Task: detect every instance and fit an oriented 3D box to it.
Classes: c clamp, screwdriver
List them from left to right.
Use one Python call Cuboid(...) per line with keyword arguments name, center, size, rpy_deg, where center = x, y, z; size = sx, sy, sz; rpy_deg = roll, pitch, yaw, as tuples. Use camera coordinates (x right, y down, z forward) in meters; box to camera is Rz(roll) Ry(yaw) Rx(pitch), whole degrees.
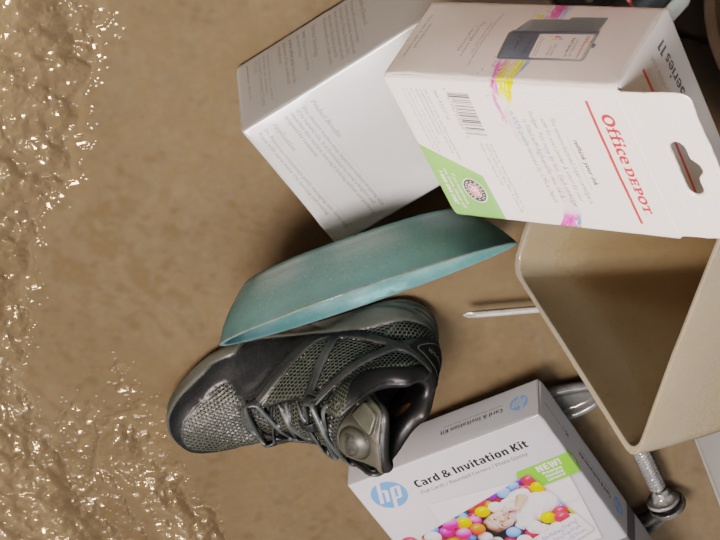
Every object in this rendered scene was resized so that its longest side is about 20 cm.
Cuboid(name="c clamp", center=(0.179, 0.135, 1.513), size=(0.171, 0.027, 0.200), rpy_deg=(-17, 127, 7))
Cuboid(name="screwdriver", center=(0.171, 0.025, 1.428), size=(0.200, 0.029, 0.028), rpy_deg=(-7, 126, -8))

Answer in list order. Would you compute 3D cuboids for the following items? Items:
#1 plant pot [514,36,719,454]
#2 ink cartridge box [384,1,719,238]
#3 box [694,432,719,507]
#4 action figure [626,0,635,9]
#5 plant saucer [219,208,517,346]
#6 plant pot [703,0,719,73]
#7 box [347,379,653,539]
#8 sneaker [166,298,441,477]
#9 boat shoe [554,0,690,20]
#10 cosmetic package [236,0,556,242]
Cuboid(name="plant pot", center=(0.235, -0.025, 1.315), size=(0.177, 0.200, 0.200), rpy_deg=(-1, 127, -23))
Cuboid(name="ink cartridge box", center=(0.126, -0.085, 1.157), size=(0.200, 0.067, 0.117), rpy_deg=(8, 142, 39))
Cuboid(name="box", center=(0.361, 0.155, 1.444), size=(0.199, 0.200, 0.131), rpy_deg=(25, 118, -23))
Cuboid(name="action figure", center=(0.102, -0.210, 1.147), size=(0.065, 0.200, 0.099), rpy_deg=(-12, 126, 3))
Cuboid(name="plant saucer", center=(0.000, 0.000, 1.324), size=(0.200, 0.200, 0.036), rpy_deg=(-19, 87, 7))
Cuboid(name="plant pot", center=(0.312, -0.153, 1.252), size=(0.201, 0.201, 0.093), rpy_deg=(-23, 162, 10))
Cuboid(name="box", center=(0.108, 0.181, 1.515), size=(0.156, 0.041, 0.200), rpy_deg=(-22, 124, 21))
Cuboid(name="sneaker", center=(-0.039, 0.094, 1.406), size=(0.199, 0.114, 0.076), rpy_deg=(-16, 124, 7))
Cuboid(name="boat shoe", center=(0.192, -0.214, 1.221), size=(0.062, 0.073, 0.200), rpy_deg=(36, 100, -23))
Cuboid(name="cosmetic package", center=(0.035, -0.119, 1.281), size=(0.200, 0.081, 0.113), rpy_deg=(-30, 124, 13))
